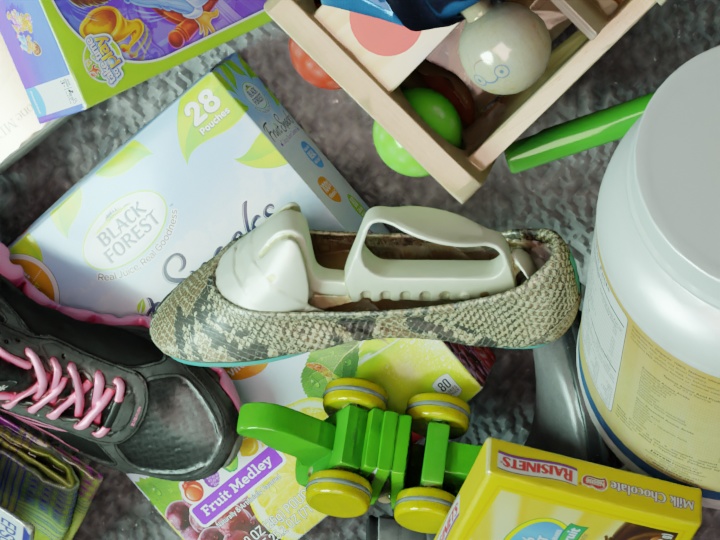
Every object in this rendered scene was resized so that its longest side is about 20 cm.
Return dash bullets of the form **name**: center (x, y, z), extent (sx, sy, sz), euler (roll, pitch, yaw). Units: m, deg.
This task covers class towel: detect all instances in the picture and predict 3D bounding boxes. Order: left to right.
- **towel**: center (-0.227, 0.080, 1.331), extent (0.200, 0.144, 0.023), euler (30, 61, -1)

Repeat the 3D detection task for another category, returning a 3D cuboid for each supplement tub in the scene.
- **supplement tub**: center (0.170, 0.004, 1.174), extent (0.144, 0.200, 0.145), euler (0, 62, 0)

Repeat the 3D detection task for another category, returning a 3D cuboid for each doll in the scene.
- **doll**: center (0.011, -0.154, 1.132), extent (0.136, 0.049, 0.200), euler (-28, 113, 35)

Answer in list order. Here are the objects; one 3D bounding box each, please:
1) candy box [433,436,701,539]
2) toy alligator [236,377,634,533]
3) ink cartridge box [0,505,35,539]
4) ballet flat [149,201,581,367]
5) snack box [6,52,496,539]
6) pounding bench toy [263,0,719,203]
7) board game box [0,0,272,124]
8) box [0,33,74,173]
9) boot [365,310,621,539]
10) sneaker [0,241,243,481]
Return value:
- **candy box**: center (0.075, 0.155, 1.256), extent (0.102, 0.026, 0.200), euler (16, 136, -7)
- **toy alligator**: center (0.039, 0.095, 1.264), extent (0.199, 0.054, 0.060), euler (11, 64, -5)
- **ink cartridge box**: center (-0.243, 0.100, 1.311), extent (0.199, 0.200, 0.041), euler (27, 62, 2)
- **ballet flat**: center (0.000, 0.000, 1.230), extent (0.199, 0.068, 0.075), euler (-2, 139, 5)
- **snack box**: center (-0.062, 0.026, 1.316), extent (0.169, 0.068, 0.200), euler (-40, 93, 15)
- **pounding bench toy**: center (0.077, -0.100, 1.235), extent (0.200, 0.124, 0.156), euler (44, 105, -3)
- **board game box**: center (-0.125, -0.186, 1.245), extent (0.045, 0.134, 0.201), euler (-10, 106, 53)
- **box**: center (-0.213, -0.141, 1.295), extent (0.095, 0.078, 0.200), euler (-37, 95, 14)
- **boot**: center (0.063, 0.120, 1.316), extent (0.131, 0.070, 0.201), euler (-4, 102, 10)
- **sneaker**: center (-0.150, 0.046, 1.253), extent (0.199, 0.095, 0.079), euler (27, 107, 2)
